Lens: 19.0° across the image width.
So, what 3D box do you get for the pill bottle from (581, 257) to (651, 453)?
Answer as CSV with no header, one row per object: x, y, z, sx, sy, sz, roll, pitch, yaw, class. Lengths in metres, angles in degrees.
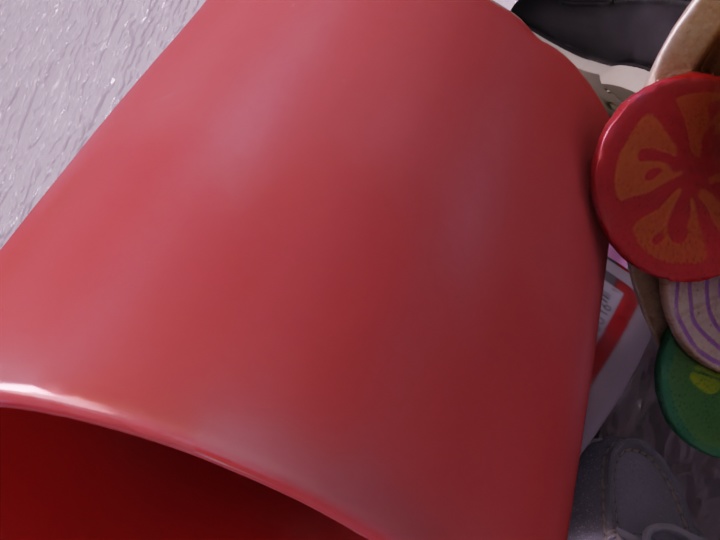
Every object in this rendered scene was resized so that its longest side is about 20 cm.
0.000,0.000,0.796,0.114,0.199,0.114,-55,0,-1,pill bottle

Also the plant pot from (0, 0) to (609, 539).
-0.015,0.018,0.640,0.200,0.200,0.178,-23,37,53,plant pot

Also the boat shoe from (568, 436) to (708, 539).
0.114,0.143,0.744,0.065,0.074,0.203,-37,43,34,boat shoe

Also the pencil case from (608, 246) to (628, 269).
0.042,-0.054,0.867,0.088,0.200,0.087,-53,3,4,pencil case

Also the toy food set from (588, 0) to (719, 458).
0.169,-0.020,0.630,0.201,0.197,0.049,-59,11,16,toy food set

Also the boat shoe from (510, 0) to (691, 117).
0.112,-0.088,0.841,0.063,0.073,0.201,-56,20,0,boat shoe
